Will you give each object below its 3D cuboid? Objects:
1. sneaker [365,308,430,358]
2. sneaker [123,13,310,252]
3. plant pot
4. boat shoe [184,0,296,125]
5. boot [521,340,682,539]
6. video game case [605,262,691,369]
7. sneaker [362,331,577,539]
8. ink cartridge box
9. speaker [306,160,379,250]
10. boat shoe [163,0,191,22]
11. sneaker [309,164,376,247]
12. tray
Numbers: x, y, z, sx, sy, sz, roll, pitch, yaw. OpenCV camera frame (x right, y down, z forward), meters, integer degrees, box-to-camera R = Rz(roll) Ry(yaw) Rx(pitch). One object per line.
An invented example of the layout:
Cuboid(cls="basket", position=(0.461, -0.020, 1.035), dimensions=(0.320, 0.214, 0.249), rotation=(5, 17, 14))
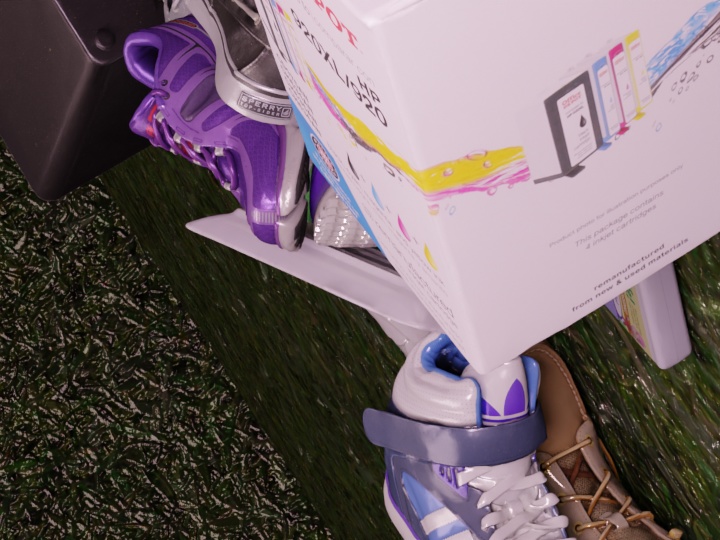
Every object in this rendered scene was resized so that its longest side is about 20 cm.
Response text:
Cuboid(cls="sneaker", position=(0.046, 0.045, 1.614), dimensions=(0.200, 0.074, 0.100), rotation=(53, 159, 45))
Cuboid(cls="sneaker", position=(-0.083, -0.075, 1.437), dimensions=(0.200, 0.083, 0.081), rotation=(-123, 29, -48))
Cuboid(cls="plant pot", position=(-0.173, -0.199, 1.743), dimensions=(0.201, 0.199, 0.177), rotation=(58, 160, 5))
Cuboid(cls="boat shoe", position=(-0.052, -0.152, 1.418), dimensions=(0.200, 0.070, 0.064), rotation=(-111, 36, -58))
Cuboid(cls="boot", position=(0.140, 0.138, 1.478), dimensions=(0.155, 0.072, 0.201), rotation=(31, 141, 59))
Cuboid(cls="video game case", position=(0.089, -0.071, 1.213), dimensions=(0.182, 0.022, 0.201), rotation=(52, 168, 39))
Cuboid(cls="sneaker", position=(0.079, 0.123, 1.421), dimensions=(0.200, 0.080, 0.147), rotation=(50, 144, 39))
Cuboid(cls="ink cartridge box", position=(0.049, -0.098, 0.932), dimensions=(0.147, 0.144, 0.201), rotation=(53, 169, 38))
Cuboid(cls="speaker", position=(-0.026, -0.072, 1.642), dimensions=(0.089, 0.088, 0.200), rotation=(62, 171, -24))
Cuboid(cls="boat shoe", position=(-0.090, -0.159, 1.606), dimensions=(0.072, 0.070, 0.201), rotation=(63, 166, 3))
Cuboid(cls="sneaker", position=(0.010, -0.093, 1.382), dimensions=(0.201, 0.069, 0.100), rotation=(104, 162, -57))
Cuboid(cls="tray", position=(0.000, 0.000, 1.471), dimensions=(0.199, 0.022, 0.107), rotation=(23, -172, 42))
